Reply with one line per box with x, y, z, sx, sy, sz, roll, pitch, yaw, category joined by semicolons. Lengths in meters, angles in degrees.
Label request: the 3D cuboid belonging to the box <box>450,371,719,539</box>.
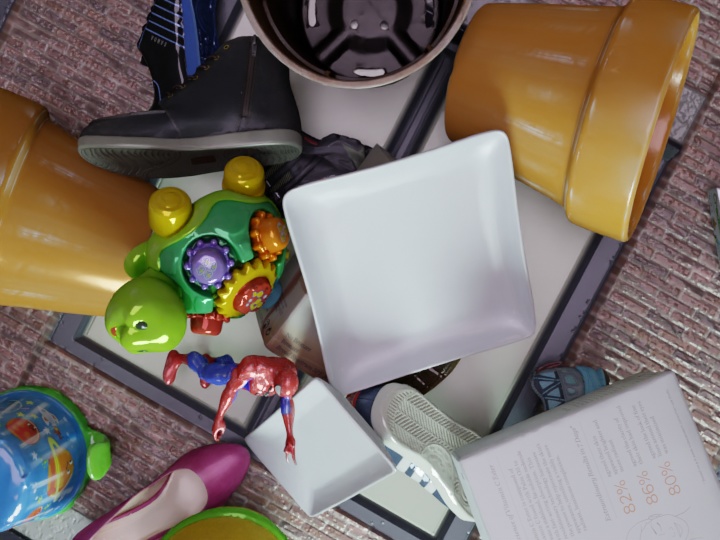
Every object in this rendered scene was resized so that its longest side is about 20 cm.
0.196;0.194;0.840;0.196;0.106;0.155;-21;83;0;box

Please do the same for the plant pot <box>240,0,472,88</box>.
0.003;-0.253;0.862;0.195;0.198;0.205;0;94;4;plant pot

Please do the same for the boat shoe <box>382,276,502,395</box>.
0.081;0.042;0.936;0.074;0.066;0.201;37;107;0;boat shoe

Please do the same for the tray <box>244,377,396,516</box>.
-0.039;0.166;0.912;0.108;0.200;0.022;48;54;1;tray

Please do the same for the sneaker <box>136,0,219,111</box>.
-0.180;-0.244;0.940;0.076;0.070;0.205;-8;82;21;sneaker

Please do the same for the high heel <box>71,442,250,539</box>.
-0.199;0.235;0.951;0.197;0.096;0.068;-26;91;5;high heel

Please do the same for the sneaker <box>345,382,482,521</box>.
0.057;0.170;0.931;0.200;0.084;0.076;49;59;-31;sneaker

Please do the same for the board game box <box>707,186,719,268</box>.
0.441;-0.034;0.922;0.196;0.035;0.129;-11;92;5;board game box

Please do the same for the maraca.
-0.151;0.308;0.947;0.199;0.107;0.138;-37;102;13;maraca

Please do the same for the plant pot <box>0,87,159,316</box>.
-0.287;-0.043;0.908;0.180;0.200;0.204;19;94;-13;plant pot

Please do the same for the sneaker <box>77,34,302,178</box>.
-0.153;-0.147;0.871;0.195;0.075;0.109;-4;76;-10;sneaker

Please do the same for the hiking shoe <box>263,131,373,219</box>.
-0.078;-0.090;0.936;0.196;0.076;0.103;12;90;3;hiking shoe

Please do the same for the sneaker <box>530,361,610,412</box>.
0.182;0.190;0.939;0.093;0.079;0.205;9;84;9;sneaker

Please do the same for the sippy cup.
-0.343;0.190;0.942;0.177;0.130;0.140;-41;89;5;sippy cup

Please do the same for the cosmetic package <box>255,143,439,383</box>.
0.000;0.000;0.904;0.102;0.087;0.201;32;102;-24;cosmetic package

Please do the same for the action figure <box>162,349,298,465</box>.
-0.115;0.123;0.890;0.064;0.198;0.101;8;80;-35;action figure

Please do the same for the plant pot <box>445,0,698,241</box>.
0.179;-0.150;0.861;0.180;0.200;0.204;19;94;18;plant pot

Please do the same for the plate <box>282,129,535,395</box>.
0.046;-0.007;0.844;0.196;0.032;0.204;-16;116;-4;plate

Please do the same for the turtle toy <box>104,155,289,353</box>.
-0.137;0.002;0.849;0.198;0.147;0.101;-28;59;-29;turtle toy
